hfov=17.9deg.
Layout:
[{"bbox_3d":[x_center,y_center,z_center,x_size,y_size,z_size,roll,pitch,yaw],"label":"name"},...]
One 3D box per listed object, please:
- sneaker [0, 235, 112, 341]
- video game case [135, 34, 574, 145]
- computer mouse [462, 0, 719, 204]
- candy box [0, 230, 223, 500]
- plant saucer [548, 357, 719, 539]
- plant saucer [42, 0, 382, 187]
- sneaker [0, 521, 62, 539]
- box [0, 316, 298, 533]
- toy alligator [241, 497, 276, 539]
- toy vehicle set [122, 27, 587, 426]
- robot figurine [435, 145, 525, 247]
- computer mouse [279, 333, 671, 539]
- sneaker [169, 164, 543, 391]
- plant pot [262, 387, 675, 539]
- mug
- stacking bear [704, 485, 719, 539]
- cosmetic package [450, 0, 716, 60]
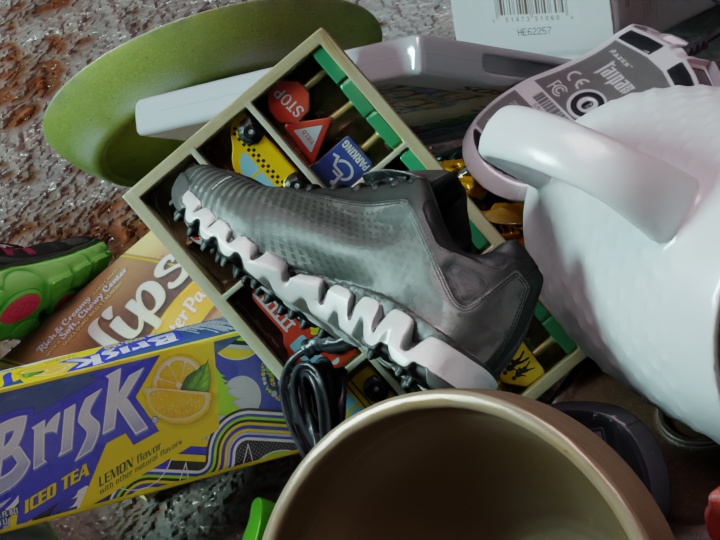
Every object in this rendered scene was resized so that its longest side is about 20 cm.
[{"bbox_3d":[-0.204,0.002,1.240,0.084,0.200,0.077,41,109,16],"label":"sneaker"},{"bbox_3d":[0.014,-0.088,1.203,0.200,0.024,0.182,-8,-7,41],"label":"video game case"},{"bbox_3d":[0.139,-0.086,1.128,0.200,0.044,0.110,-30,54,-13],"label":"computer mouse"},{"bbox_3d":[-0.085,0.023,1.227,0.200,0.055,0.115,-43,38,-21],"label":"candy box"},{"bbox_3d":[0.165,0.070,1.038,0.200,0.035,0.200,-16,38,12],"label":"plant saucer"},{"bbox_3d":[-0.078,-0.092,1.287,0.200,0.200,0.031,-21,73,7],"label":"plant saucer"},{"bbox_3d":[-0.185,0.133,1.141,0.200,0.070,0.080,8,45,38],"label":"sneaker"},{"bbox_3d":[-0.125,0.074,1.099,0.200,0.070,0.064,-13,6,-26],"label":"box"},{"bbox_3d":[-0.055,0.188,1.012,0.054,0.059,0.200,-56,22,38],"label":"toy alligator"},{"bbox_3d":[0.000,0.000,1.082,0.124,0.200,0.027,-41,0,5],"label":"toy vehicle set"},{"bbox_3d":[0.106,-0.026,1.163,0.200,0.058,0.145,-6,32,24],"label":"robot figurine"},{"bbox_3d":[0.052,0.072,1.013,0.200,0.141,0.046,-20,-7,38],"label":"computer mouse"},{"bbox_3d":[0.003,-0.012,1.000,0.200,0.066,0.091,31,82,36],"label":"sneaker"},{"bbox_3d":[0.060,0.147,0.921,0.201,0.201,0.093,-2,-3,38],"label":"plant pot"},{"bbox_3d":[0.137,-0.018,0.973,0.175,0.200,0.148,28,91,55],"label":"mug"},{"bbox_3d":[0.241,0.094,0.903,0.200,0.122,0.114,-35,55,-27],"label":"stacking bear"},{"bbox_3d":[0.139,-0.171,1.259,0.102,0.074,0.200,2,17,34],"label":"cosmetic package"}]
